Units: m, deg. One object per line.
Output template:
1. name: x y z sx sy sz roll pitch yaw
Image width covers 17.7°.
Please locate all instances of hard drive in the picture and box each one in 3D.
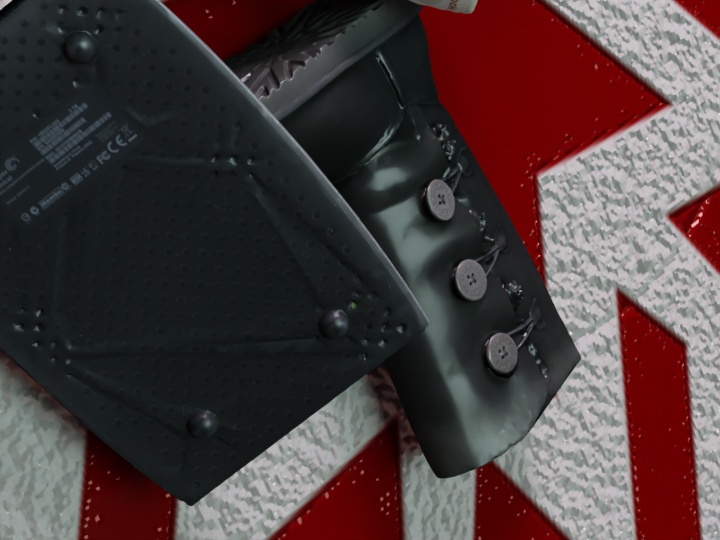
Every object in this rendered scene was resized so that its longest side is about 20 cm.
1. hard drive: -0.082 -0.017 0.861 0.135 0.042 0.200 -38 117 10

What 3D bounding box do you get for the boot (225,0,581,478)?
1. boot: 0.001 0.000 0.962 0.165 0.066 0.200 -36 115 -33

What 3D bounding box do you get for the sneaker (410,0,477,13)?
1. sneaker: 0.003 -0.138 0.915 0.200 0.073 0.085 -16 67 -15
